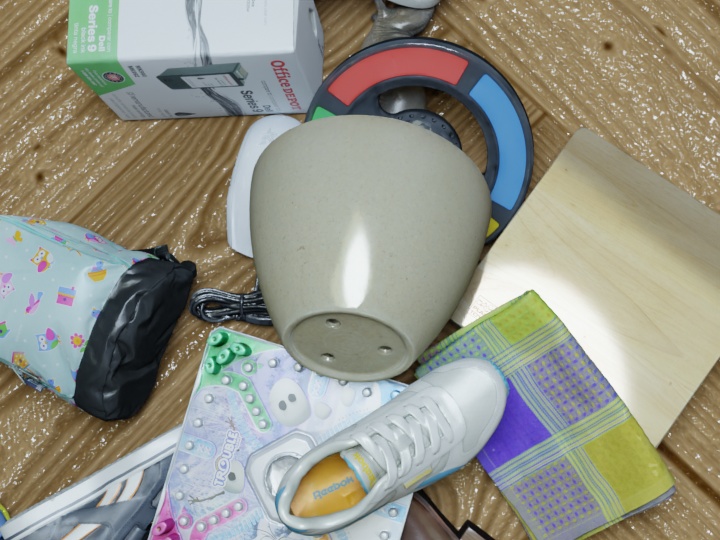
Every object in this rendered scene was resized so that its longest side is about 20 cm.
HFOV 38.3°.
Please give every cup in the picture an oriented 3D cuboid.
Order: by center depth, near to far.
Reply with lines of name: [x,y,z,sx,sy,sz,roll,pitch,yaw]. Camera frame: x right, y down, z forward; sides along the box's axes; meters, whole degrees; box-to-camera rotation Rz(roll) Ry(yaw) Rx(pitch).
cup: [0.000,0.000,0.810,0.199,0.201,0.144,3,53,8]

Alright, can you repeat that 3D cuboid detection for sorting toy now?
sorting toy: [0.209,0.020,0.876,0.199,0.070,0.199,36,85,13]

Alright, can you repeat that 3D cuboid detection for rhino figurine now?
rhino figurine: [0.041,-0.179,0.943,0.087,0.060,0.202,-2,77,4]

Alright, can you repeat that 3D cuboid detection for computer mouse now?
computer mouse: [-0.091,-0.051,0.942,0.109,0.044,0.202,3,79,9]

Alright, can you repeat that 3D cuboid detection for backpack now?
backpack: [-0.266,0.024,0.908,0.199,0.127,0.168,24,86,14]

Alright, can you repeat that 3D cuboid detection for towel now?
towel: [0.145,0.126,0.833,0.143,0.023,0.201,-34,90,34]

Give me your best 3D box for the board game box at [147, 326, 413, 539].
board game box: [-0.058,0.168,0.835,0.199,0.026,0.201,16,87,8]

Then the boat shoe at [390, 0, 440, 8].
boat shoe: [-0.009,-0.282,0.902,0.198,0.060,0.074,13,66,-13]

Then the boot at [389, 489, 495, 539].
boot: [0.002,0.270,0.862,0.186,0.064,0.201,35,90,15]

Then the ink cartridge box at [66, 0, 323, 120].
ink cartridge box: [-0.140,-0.199,0.925,0.198,0.146,0.085,-1,78,7]

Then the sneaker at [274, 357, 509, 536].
sneaker: [0.026,0.136,0.774,0.199,0.081,0.077,-36,80,2]

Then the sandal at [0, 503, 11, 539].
sandal: [-0.336,0.286,0.886,0.079,0.087,0.202,-13,76,6]

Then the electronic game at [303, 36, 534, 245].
electronic game: [0.047,-0.097,0.879,0.198,0.042,0.201,4,116,8]

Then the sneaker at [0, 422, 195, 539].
sneaker: [-0.201,0.200,0.890,0.199,0.078,0.080,-30,88,-5]
